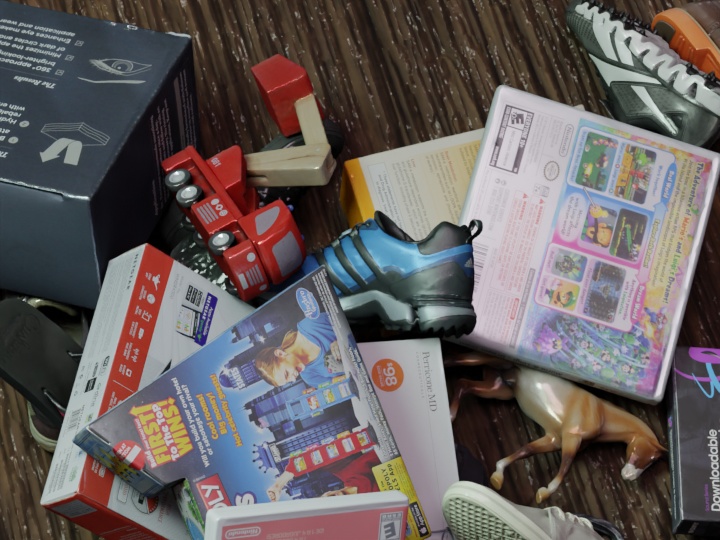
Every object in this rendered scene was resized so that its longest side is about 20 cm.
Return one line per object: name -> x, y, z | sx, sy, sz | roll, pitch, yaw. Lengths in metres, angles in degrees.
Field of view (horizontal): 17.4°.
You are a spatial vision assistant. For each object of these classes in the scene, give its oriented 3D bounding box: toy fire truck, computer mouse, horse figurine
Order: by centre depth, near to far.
computer mouse -> 0.099, 0.174, 1.728 | 0.199, 0.034, 0.059 | 24, 43, 5
toy fire truck -> -0.070, -0.071, 1.751 | 0.140, 0.049, 0.200 | -28, 41, -9
horse figurine -> 0.121, 0.099, 1.751 | 0.132, 0.050, 0.200 | -33, 60, -33

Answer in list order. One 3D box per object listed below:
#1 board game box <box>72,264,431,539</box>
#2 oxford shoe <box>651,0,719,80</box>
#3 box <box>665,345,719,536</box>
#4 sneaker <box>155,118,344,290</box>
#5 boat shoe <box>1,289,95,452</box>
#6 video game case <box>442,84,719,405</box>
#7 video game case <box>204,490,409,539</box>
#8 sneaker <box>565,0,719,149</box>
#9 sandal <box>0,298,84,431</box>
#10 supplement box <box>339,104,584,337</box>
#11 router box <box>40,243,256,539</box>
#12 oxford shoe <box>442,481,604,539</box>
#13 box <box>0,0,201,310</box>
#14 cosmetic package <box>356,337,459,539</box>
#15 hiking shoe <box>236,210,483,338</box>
board game box -> -0.082, 0.125, 1.588 | 0.199, 0.062, 0.201 | -19, 82, -20
oxford shoe -> 0.320, -0.147, 1.893 | 0.073, 0.071, 0.200 | -25, 64, -21
box -> 0.327, 0.131, 1.747 | 0.198, 0.036, 0.144 | 5, 60, -6
sneaker -> -0.079, -0.029, 1.817 | 0.199, 0.060, 0.104 | -30, 64, -12
boat shoe -> -0.233, 0.036, 1.768 | 0.071, 0.065, 0.201 | -7, 61, -6
video game case -> 0.162, -0.020, 1.758 | 0.181, 0.024, 0.201 | 17, 74, -2
video game case -> -0.042, 0.246, 1.549 | 0.142, 0.202, 0.017 | -3, 19, -28
sneaker -> 0.219, -0.148, 1.887 | 0.200, 0.066, 0.091 | 42, 109, 40
sandal -> -0.190, 0.093, 1.693 | 0.200, 0.045, 0.075 | 41, 53, -24
supplement box -> 0.096, -0.038, 1.815 | 0.198, 0.074, 0.127 | -13, 66, -9
router box -> -0.122, 0.110, 1.683 | 0.179, 0.049, 0.201 | 31, 56, -31
oxford shoe -> 0.135, 0.194, 1.649 | 0.200, 0.075, 0.058 | 35, 63, -27
box -> -0.247, -0.092, 1.773 | 0.195, 0.118, 0.201 | 12, 45, 15
cosmetic package -> -0.007, 0.154, 1.662 | 0.150, 0.052, 0.202 | -3, 76, -18
hiking shoe -> 0.000, 0.000, 1.725 | 0.199, 0.074, 0.087 | 5, 84, 27
